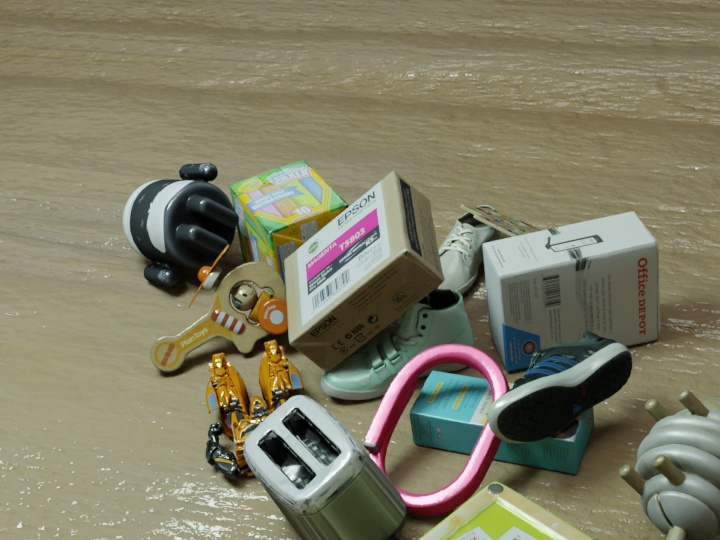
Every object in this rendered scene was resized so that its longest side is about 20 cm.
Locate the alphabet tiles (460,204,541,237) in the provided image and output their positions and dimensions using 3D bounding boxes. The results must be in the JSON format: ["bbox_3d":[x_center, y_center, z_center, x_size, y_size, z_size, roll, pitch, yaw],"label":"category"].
[{"bbox_3d":[0.224,-0.047,1.797,0.165,0.006,0.200,28,11,22],"label":"alphabet tiles"}]

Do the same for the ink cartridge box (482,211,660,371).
[{"bbox_3d":[0.259,0.026,1.677,0.198,0.147,0.085,-12,32,-5],"label":"ink cartridge box"}]

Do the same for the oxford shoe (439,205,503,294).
[{"bbox_3d":[0.136,-0.025,1.863,0.075,0.058,0.200,14,41,28],"label":"oxford shoe"}]

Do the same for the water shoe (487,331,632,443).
[{"bbox_3d":[0.210,0.130,1.521,0.198,0.072,0.079,-20,30,-27],"label":"water shoe"}]

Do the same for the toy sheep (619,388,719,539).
[{"bbox_3d":[0.341,0.210,1.403,0.137,0.139,0.201,13,52,29],"label":"toy sheep"}]

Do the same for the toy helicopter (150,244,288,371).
[{"bbox_3d":[-0.190,0.057,1.770,0.199,0.133,0.079,-33,7,-5],"label":"toy helicopter"}]

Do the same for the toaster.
[{"bbox_3d":[-0.038,0.225,1.450,0.113,0.130,0.200,-41,41,-8],"label":"toaster"}]

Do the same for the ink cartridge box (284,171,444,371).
[{"bbox_3d":[0.000,0.000,1.675,0.200,0.075,0.166,-39,33,22],"label":"ink cartridge box"}]

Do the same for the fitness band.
[{"bbox_3d":[0.087,0.175,1.526,0.142,0.038,0.201,17,67,27],"label":"fitness band"}]

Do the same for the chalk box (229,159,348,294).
[{"bbox_3d":[-0.104,-0.065,1.918,0.123,0.126,0.200,-21,34,-18],"label":"chalk box"}]

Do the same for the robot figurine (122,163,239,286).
[{"bbox_3d":[-0.253,-0.067,1.934,0.150,0.126,0.199,-35,24,-30],"label":"robot figurine"}]

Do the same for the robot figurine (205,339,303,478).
[{"bbox_3d":[-0.123,0.168,1.635,0.143,0.059,0.201,-14,34,-6],"label":"robot figurine"}]

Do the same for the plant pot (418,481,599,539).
[{"bbox_3d":[0.133,0.323,1.238,0.199,0.183,0.198,-31,39,-31],"label":"plant pot"}]

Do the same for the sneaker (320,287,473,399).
[{"bbox_3d":[0.039,0.081,1.673,0.198,0.119,0.074,-16,36,-9],"label":"sneaker"}]

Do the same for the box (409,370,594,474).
[{"bbox_3d":[0.162,0.172,1.570,0.198,0.050,0.082,7,37,23],"label":"box"}]
